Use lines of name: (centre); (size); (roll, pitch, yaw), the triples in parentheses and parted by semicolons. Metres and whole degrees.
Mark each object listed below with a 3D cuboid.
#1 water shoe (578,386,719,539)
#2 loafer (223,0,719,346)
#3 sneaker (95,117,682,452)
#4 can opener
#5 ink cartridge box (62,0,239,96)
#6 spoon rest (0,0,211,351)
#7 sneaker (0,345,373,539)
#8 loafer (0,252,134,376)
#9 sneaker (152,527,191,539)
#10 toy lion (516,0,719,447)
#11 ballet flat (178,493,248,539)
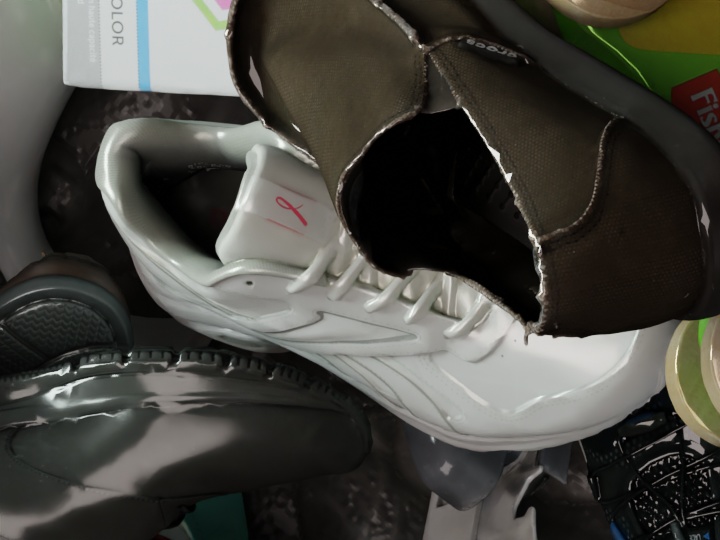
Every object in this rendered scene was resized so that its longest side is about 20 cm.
water shoe: (0.122, 0.101, 0.930); (0.071, 0.079, 0.201); (-29, 92, 23)
loafer: (0.017, -0.039, 0.788); (0.200, 0.071, 0.073); (30, 131, 47)
sneaker: (0.000, 0.000, 0.887); (0.199, 0.099, 0.078); (13, 78, 25)
can opener: (0.022, 0.104, 0.912); (0.053, 0.201, 0.067); (-28, 124, 37)
ink cartridge box: (0.008, -0.106, 0.888); (0.199, 0.059, 0.105); (5, 103, 19)
spoon rest: (-0.107, -0.056, 0.975); (0.060, 0.099, 0.201); (-8, 110, 20)
sneaker: (-0.094, 0.070, 0.905); (0.199, 0.076, 0.091); (-5, 84, 5)
loafer: (-0.130, 0.067, 1.002); (0.071, 0.063, 0.201); (17, 123, -14)
sneaker: (-0.025, 0.173, 0.949); (0.078, 0.115, 0.200); (-44, 115, -7)
toy lion: (0.151, -0.071, 0.824); (0.191, 0.069, 0.201); (-22, 86, -7)
ballet flat: (-0.075, 0.135, 1.014); (0.067, 0.070, 0.201); (1, 102, 22)
